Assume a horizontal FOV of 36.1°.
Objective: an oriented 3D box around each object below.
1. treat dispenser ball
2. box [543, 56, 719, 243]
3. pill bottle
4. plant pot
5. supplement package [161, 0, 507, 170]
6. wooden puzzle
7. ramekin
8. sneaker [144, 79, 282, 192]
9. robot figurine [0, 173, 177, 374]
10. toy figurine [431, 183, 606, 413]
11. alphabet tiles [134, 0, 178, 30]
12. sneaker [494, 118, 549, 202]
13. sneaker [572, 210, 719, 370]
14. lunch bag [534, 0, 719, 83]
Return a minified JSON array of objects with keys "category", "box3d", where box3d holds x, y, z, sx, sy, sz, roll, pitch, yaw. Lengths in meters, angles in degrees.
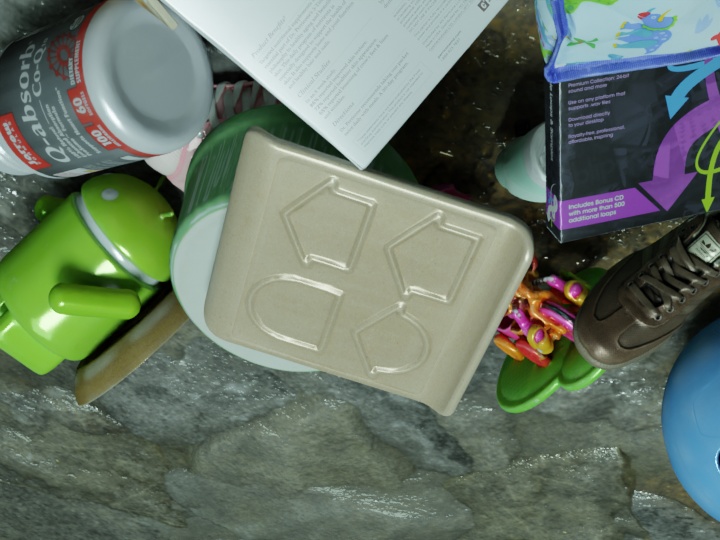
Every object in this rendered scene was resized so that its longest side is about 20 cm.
[{"category":"treat dispenser ball","box3d":[0.361,0.129,0.949,0.197,0.203,0.203,8,141,6]},{"category":"box","box3d":[0.193,-0.126,0.739,0.140,0.036,0.203,-12,119,-8]},{"category":"pill bottle","box3d":[-0.216,-0.134,0.852,0.198,0.117,0.116,-7,139,42]},{"category":"plant pot","box3d":[-0.194,0.044,1.019,0.199,0.201,0.028,-31,106,40]},{"category":"supplement package","box3d":[-0.036,-0.201,0.670,0.199,0.151,0.152,37,102,-27]},{"category":"wooden puzzle","box3d":[0.000,0.000,0.754,0.197,0.047,0.187,21,132,-1]},{"category":"ramekin","box3d":[-0.051,-0.016,0.846,0.196,0.099,0.202,6,133,7]},{"category":"sneaker","box3d":[-0.105,-0.120,0.883,0.104,0.076,0.199,31,142,-28]},{"category":"robot figurine","box3d":[-0.242,-0.002,0.985,0.199,0.176,0.116,-41,125,7]},{"category":"toy figurine","box3d":[0.107,0.008,0.922,0.183,0.151,0.200,37,174,-11]},{"category":"alphabet tiles","box3d":[-0.202,-0.240,0.711,0.008,0.200,0.167,-44,126,-3]},{"category":"sneaker","box3d":[0.202,-0.091,0.856,0.196,0.075,0.118,-2,180,-13]},{"category":"sneaker","box3d":[0.240,-0.007,0.826,0.071,0.199,0.076,48,165,18]},{"category":"lunch bag","box3d":[0.186,-0.210,0.600,0.196,0.173,0.128,-9,165,6]}]
